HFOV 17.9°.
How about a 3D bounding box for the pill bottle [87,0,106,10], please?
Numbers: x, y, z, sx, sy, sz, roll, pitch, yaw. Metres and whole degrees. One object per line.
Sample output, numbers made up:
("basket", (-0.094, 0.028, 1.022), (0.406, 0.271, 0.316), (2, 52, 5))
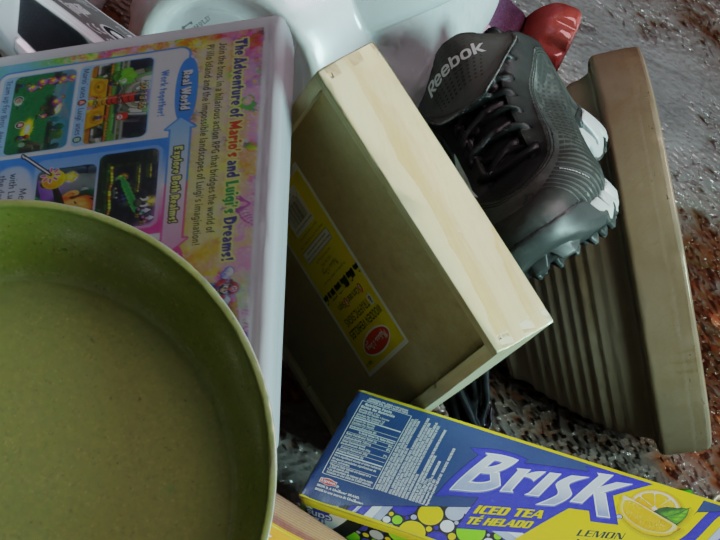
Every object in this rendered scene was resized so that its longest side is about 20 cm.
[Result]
("pill bottle", (-0.208, -0.184, 1.046), (0.200, 0.112, 0.112), (23, 32, -24))

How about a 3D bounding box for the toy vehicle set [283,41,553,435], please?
("toy vehicle set", (0.000, 0.000, 0.923), (0.027, 0.200, 0.124), (-30, 84, -22))

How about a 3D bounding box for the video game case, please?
("video game case", (-0.116, -0.007, 0.827), (0.182, 0.024, 0.200), (-7, 47, 9))

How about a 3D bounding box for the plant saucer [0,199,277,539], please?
("plant saucer", (-0.121, 0.074, 0.733), (0.200, 0.200, 0.031), (52, -5, 24))

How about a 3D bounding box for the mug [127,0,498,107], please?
("mug", (-0.007, -0.130, 1.042), (0.148, 0.200, 0.175), (63, 31, -16))

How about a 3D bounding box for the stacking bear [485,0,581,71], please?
("stacking bear", (0.000, -0.129, 1.210), (0.200, 0.122, 0.114), (27, 10, -2))

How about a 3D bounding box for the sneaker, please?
("sneaker", (0.059, -0.053, 0.949), (0.091, 0.066, 0.200), (52, 15, -11))

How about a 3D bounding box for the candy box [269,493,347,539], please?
("candy box", (-0.051, 0.130, 0.827), (0.200, 0.055, 0.115), (35, 30, -6))

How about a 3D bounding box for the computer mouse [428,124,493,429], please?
("computer mouse", (0.032, -0.006, 1.031), (0.046, 0.140, 0.200), (-5, 57, 2))

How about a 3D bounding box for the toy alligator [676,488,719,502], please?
("toy alligator", (0.121, 0.124, 1.038), (0.200, 0.059, 0.054), (10, 82, -46))

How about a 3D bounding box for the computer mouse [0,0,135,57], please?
("computer mouse", (-0.137, -0.098, 0.939), (0.200, 0.044, 0.110), (37, 10, 8))

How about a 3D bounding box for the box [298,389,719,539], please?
("box", (0.079, 0.117, 0.884), (0.200, 0.070, 0.064), (17, 48, 15))

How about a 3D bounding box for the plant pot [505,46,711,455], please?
("plant pot", (0.110, -0.004, 1.120), (0.201, 0.093, 0.201), (-10, 90, -84))
